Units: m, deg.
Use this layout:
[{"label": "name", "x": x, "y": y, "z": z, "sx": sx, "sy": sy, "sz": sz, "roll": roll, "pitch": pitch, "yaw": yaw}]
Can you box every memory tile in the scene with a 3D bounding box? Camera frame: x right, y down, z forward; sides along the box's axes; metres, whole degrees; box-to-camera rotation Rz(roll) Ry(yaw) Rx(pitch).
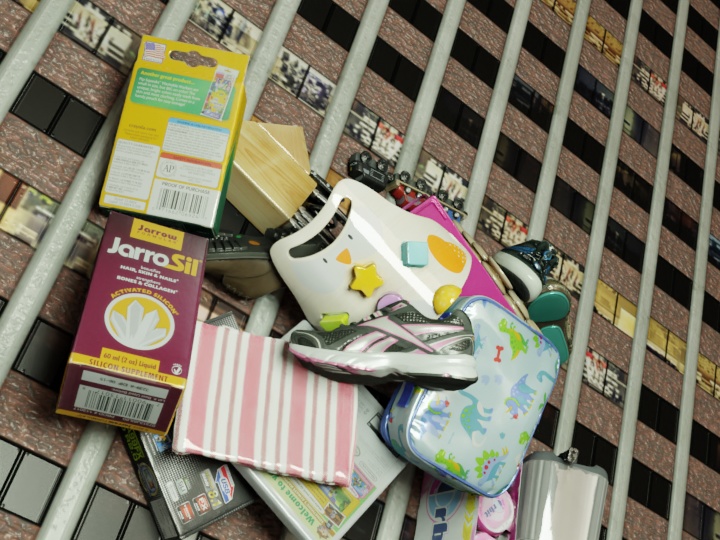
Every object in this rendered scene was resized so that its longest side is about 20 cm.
[{"label": "memory tile", "x": 0.178, "y": 0.015, "z": 1.284, "sx": 0.017, "sy": 0.200, "sz": 0.154, "roll": -35, "pitch": 114, "yaw": 3}]

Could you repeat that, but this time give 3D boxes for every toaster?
[{"label": "toaster", "x": 0.231, "y": 0.308, "z": 1.199, "sx": 0.113, "sy": 0.200, "sz": 0.130, "roll": 16, "pitch": 62, "yaw": -4}]

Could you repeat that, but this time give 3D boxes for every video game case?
[{"label": "video game case", "x": -0.055, "y": 0.177, "z": 1.063, "sx": 0.200, "sy": 0.022, "sz": 0.182, "roll": 49, "pitch": 50, "yaw": 2}]

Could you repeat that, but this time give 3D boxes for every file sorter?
[{"label": "file sorter", "x": 0.087, "y": 0.022, "z": 1.220, "sx": 0.201, "sy": 0.139, "sz": 0.125, "roll": 54, "pitch": 6, "yaw": -8}]

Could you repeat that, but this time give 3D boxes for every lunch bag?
[{"label": "lunch bag", "x": 0.123, "y": 0.136, "z": 1.096, "sx": 0.160, "sy": 0.082, "sz": 0.201, "roll": 32, "pitch": 74, "yaw": -21}]

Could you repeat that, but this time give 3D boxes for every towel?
[{"label": "towel", "x": -0.096, "y": 0.142, "z": 1.030, "sx": 0.199, "sy": 0.030, "sz": 0.147, "roll": 16, "pitch": 56, "yaw": -19}]

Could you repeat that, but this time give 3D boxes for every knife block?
[{"label": "knife block", "x": -0.111, "y": -0.086, "z": 1.176, "sx": 0.199, "sy": 0.064, "sz": 0.177, "roll": 1, "pitch": 71, "yaw": -37}]

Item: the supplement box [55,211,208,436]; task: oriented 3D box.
[{"label": "supplement box", "x": -0.222, "y": 0.050, "z": 0.974, "sx": 0.110, "sy": 0.086, "sz": 0.201, "roll": 15, "pitch": 44, "yaw": -15}]

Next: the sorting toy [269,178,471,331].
[{"label": "sorting toy", "x": 0.000, "y": 0.000, "z": 1.092, "sx": 0.180, "sy": 0.200, "sz": 0.107, "roll": 45, "pitch": 8, "yaw": -13}]

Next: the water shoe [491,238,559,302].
[{"label": "water shoe", "x": 0.215, "y": -0.013, "z": 1.264, "sx": 0.079, "sy": 0.200, "sz": 0.072, "roll": -36, "pitch": 94, "yaw": 3}]

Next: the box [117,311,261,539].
[{"label": "box", "x": -0.171, "y": 0.162, "z": 1.046, "sx": 0.160, "sy": 0.044, "sz": 0.201, "roll": -19, "pitch": 84, "yaw": -40}]

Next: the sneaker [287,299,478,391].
[{"label": "sneaker", "x": 0.026, "y": 0.073, "z": 1.030, "sx": 0.198, "sy": 0.080, "sz": 0.087, "roll": 6, "pitch": 70, "yaw": 4}]

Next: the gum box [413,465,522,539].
[{"label": "gum box", "x": 0.129, "y": 0.286, "z": 1.180, "sx": 0.066, "sy": 0.113, "sz": 0.201, "roll": 26, "pitch": 59, "yaw": -26}]

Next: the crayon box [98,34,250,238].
[{"label": "crayon box", "x": -0.200, "y": -0.147, "z": 1.080, "sx": 0.125, "sy": 0.052, "sz": 0.202, "roll": 11, "pitch": 78, "yaw": 0}]

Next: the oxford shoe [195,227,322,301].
[{"label": "oxford shoe", "x": -0.143, "y": -0.001, "z": 1.113, "sx": 0.198, "sy": 0.073, "sz": 0.085, "roll": 3, "pitch": 113, "yaw": -18}]

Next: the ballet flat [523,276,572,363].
[{"label": "ballet flat", "x": 0.258, "y": 0.055, "z": 1.354, "sx": 0.200, "sy": 0.067, "sz": 0.076, "roll": 67, "pitch": 17, "yaw": -52}]

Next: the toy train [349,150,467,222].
[{"label": "toy train", "x": 0.068, "y": -0.105, "z": 1.339, "sx": 0.199, "sy": 0.034, "sz": 0.046, "roll": 23, "pitch": 63, "yaw": -28}]
